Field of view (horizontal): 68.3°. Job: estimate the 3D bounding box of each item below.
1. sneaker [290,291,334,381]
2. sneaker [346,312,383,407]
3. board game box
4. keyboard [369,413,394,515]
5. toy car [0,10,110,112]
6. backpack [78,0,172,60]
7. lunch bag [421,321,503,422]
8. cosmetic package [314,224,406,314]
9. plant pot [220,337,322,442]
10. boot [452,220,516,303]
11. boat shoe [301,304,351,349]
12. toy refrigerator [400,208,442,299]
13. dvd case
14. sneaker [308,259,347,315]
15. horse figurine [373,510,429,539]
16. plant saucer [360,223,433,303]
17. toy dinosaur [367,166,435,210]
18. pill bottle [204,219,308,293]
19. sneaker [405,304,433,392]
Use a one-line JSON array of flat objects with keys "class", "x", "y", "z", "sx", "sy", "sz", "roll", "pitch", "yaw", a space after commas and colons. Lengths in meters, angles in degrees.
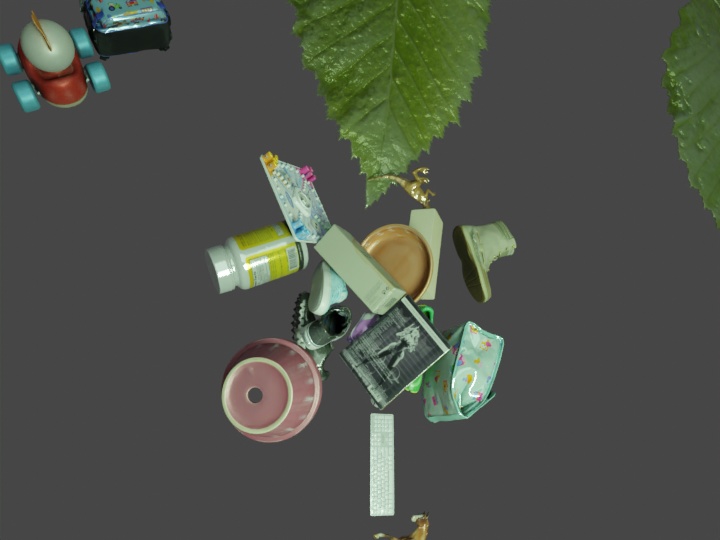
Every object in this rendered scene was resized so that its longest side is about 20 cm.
[{"class": "sneaker", "x": -0.101, "y": 0.147, "z": 1.143, "sx": 0.089, "sy": 0.066, "sz": 0.204, "roll": 3, "pitch": 76, "yaw": -21}, {"class": "sneaker", "x": 0.020, "y": 0.193, "z": 1.176, "sx": 0.112, "sy": 0.073, "sz": 0.204, "roll": 9, "pitch": 74, "yaw": 5}, {"class": "board game box", "x": -0.124, "y": -0.156, "z": 1.177, "sx": 0.026, "sy": 0.199, "sz": 0.203, "roll": -28, "pitch": 79, "yaw": 21}, {"class": "keyboard", "x": 0.046, "y": 0.412, "z": 1.135, "sx": 0.055, "sy": 0.011, "sz": 0.204, "roll": 6, "pitch": 71, "yaw": -17}, {"class": "toy car", "x": -0.636, "y": -0.455, "z": 1.077, "sx": 0.182, "sy": 0.200, "sz": 0.179, "roll": -26, "pitch": 82, "yaw": -24}, {"class": "backpack", "x": -0.540, "y": -0.603, "z": 1.197, "sx": 0.180, "sy": 0.135, "sz": 0.203, "roll": -20, "pitch": 77, "yaw": -24}, {"class": "lunch bag", "x": 0.212, "y": 0.233, "z": 1.162, "sx": 0.120, "sy": 0.170, "sz": 0.203, "roll": 24, "pitch": 67, "yaw": -13}, {"class": "cosmetic package", "x": 0.000, "y": 0.000, "z": 1.159, "sx": 0.073, "sy": 0.103, "sz": 0.200, "roll": -45, "pitch": 72, "yaw": 8}, {"class": "plant pot", "x": -0.175, "y": 0.227, "z": 0.995, "sx": 0.196, "sy": 0.179, "sz": 0.204, "roll": 0, "pitch": 82, "yaw": 0}, {"class": "boot", "x": 0.329, "y": -0.027, "z": 1.344, "sx": 0.152, "sy": 0.072, "sz": 0.204, "roll": -9, "pitch": 76, "yaw": -24}, {"class": "boat shoe", "x": -0.053, "y": 0.107, "z": 1.111, "sx": 0.071, "sy": 0.066, "sz": 0.199, "roll": 63, "pitch": 24, "yaw": 4}, {"class": "toy refrigerator", "x": 0.146, "y": -0.039, "z": 1.271, "sx": 0.069, "sy": 0.076, "sz": 0.204, "roll": -1, "pitch": 67, "yaw": 25}, {"class": "dvd case", "x": 0.073, "y": 0.171, "z": 1.130, "sx": 0.199, "sy": 0.016, "sz": 0.149, "roll": -40, "pitch": 72, "yaw": -2}, {"class": "sneaker", "x": -0.060, "y": 0.041, "z": 1.135, "sx": 0.081, "sy": 0.075, "sz": 0.201, "roll": 26, "pitch": 23, "yaw": -13}, {"class": "horse figurine", "x": 0.095, "y": 0.601, "z": 1.062, "sx": 0.131, "sy": 0.050, "sz": 0.204, "roll": 8, "pitch": 61, "yaw": -35}, {"class": "plant saucer", "x": 0.076, "y": -0.004, "z": 1.213, "sx": 0.197, "sy": 0.037, "sz": 0.204, "roll": -6, "pitch": 75, "yaw": 25}, {"class": "toy dinosaur", "x": 0.128, "y": -0.213, "z": 1.340, "sx": 0.199, "sy": 0.060, "sz": 0.107, "roll": 38, "pitch": 66, "yaw": -4}, {"class": "pill bottle", "x": -0.221, "y": -0.029, "z": 1.129, "sx": 0.197, "sy": 0.114, "sz": 0.116, "roll": -19, "pitch": 79, "yaw": -24}, {"class": "sneaker", "x": 0.124, "y": 0.171, "z": 1.200, "sx": 0.073, "sy": 0.084, "sz": 0.204, "roll": 15, "pitch": 69, "yaw": -14}]
